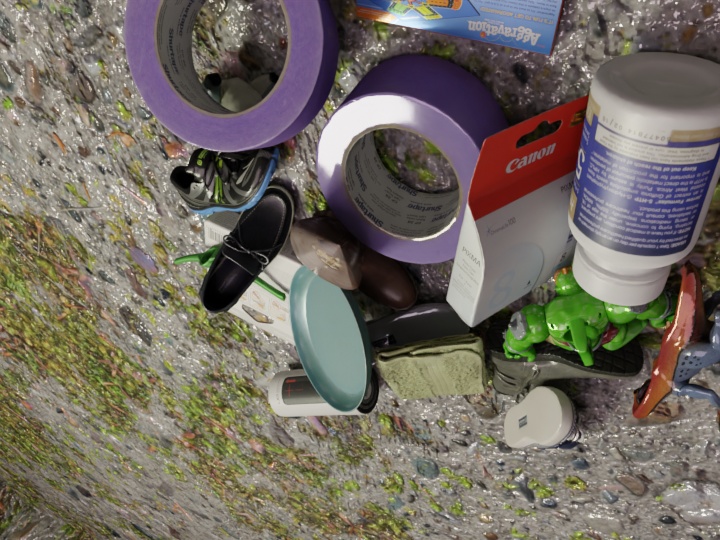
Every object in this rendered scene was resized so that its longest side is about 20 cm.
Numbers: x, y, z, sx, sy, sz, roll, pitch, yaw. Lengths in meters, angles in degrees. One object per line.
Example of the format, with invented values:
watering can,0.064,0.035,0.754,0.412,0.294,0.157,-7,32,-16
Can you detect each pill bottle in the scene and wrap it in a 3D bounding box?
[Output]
pill bottle,0.251,-0.074,0.552,0.116,0.121,0.204,13,132,20

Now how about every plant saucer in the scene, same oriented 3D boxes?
plant saucer,-0.039,0.089,0.832,0.199,0.027,0.206,32,130,48

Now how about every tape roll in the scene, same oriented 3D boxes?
tape roll,-0.123,-0.223,0.606,0.193,0.085,0.207,2,103,9
tape roll,0.056,-0.113,0.658,0.195,0.086,0.204,18,137,17

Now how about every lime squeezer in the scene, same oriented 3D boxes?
lime squeezer,-0.201,-0.009,0.906,0.195,0.039,0.071,16,165,16

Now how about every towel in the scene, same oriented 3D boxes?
towel,0.100,0.137,0.831,0.144,0.038,0.201,-9,154,11

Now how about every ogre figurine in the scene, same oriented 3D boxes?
ogre figurine,0.244,0.055,0.671,0.195,0.101,0.119,5,168,29

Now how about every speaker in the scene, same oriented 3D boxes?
speaker,-0.066,0.205,1.047,0.196,0.082,0.082,-12,123,39

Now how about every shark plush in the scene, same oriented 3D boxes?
shark plush,-0.176,-0.177,0.738,0.196,0.090,0.086,-2,100,40

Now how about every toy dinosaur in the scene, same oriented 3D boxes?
toy dinosaur,0.333,0.084,0.655,0.197,0.106,0.182,32,122,-11

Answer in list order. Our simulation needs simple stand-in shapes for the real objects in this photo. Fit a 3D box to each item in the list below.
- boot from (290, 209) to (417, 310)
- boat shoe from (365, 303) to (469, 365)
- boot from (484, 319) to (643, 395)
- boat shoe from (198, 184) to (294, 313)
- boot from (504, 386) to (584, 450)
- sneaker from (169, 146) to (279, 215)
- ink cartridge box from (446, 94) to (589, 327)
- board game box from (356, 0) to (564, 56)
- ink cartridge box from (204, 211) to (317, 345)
boot,0.000,0.000,0.732,0.185,0.200,0.065,38,97,-5
boat shoe,0.060,0.086,0.866,0.195,0.070,0.073,-20,103,19
boot,0.260,0.124,0.796,0.195,0.069,0.132,4,143,28
boat shoe,-0.154,-0.023,0.832,0.074,0.062,0.202,35,97,-9
boot,0.262,0.199,0.814,0.087,0.075,0.201,5,162,-4
sneaker,-0.184,-0.124,0.810,0.196,0.072,0.083,-7,142,39
ink cartridge box,0.168,-0.056,0.598,0.047,0.157,0.203,46,148,33
board game box,0.088,-0.266,0.555,0.195,0.020,0.105,18,135,16
ink cartridge box,-0.145,0.015,0.943,0.196,0.045,0.179,25,136,10
